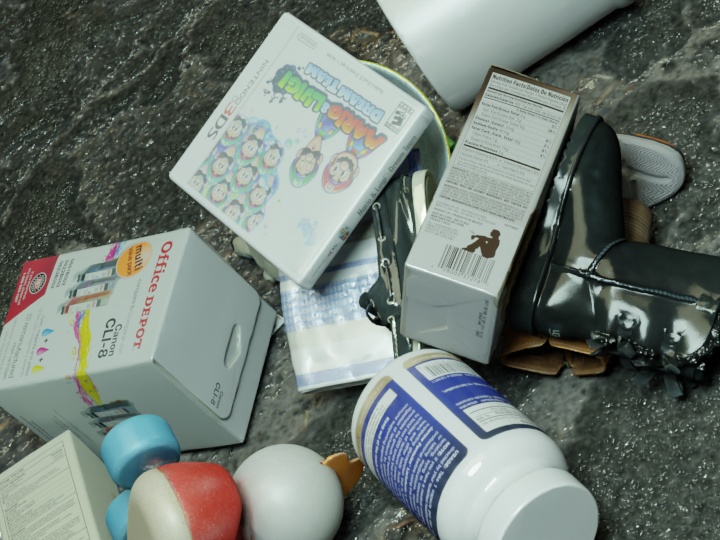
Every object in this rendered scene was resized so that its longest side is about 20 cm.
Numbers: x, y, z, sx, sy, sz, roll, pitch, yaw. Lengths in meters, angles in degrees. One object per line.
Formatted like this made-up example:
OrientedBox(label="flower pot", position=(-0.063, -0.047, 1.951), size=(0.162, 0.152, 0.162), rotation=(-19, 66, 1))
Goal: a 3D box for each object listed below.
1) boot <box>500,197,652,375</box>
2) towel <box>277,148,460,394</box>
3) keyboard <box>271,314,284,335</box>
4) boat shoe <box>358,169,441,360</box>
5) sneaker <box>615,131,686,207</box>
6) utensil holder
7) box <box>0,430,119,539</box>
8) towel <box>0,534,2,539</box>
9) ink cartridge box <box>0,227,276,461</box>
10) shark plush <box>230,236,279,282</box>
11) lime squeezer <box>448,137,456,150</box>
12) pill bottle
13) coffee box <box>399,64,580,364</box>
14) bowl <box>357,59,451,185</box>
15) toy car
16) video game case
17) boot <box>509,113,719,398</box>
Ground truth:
OrientedBox(label="boot", position=(0.140, 0.016, 1.588), size=(0.199, 0.077, 0.156), rotation=(3, 57, 28))
OrientedBox(label="towel", position=(0.000, 0.000, 1.649), size=(0.146, 0.024, 0.201), rotation=(-13, 77, 13))
OrientedBox(label="keyboard", position=(-0.147, 0.034, 1.822), size=(0.056, 0.011, 0.200), rotation=(-50, 42, -12))
OrientedBox(label="boat shoe", position=(0.031, 0.016, 1.587), size=(0.066, 0.074, 0.201), rotation=(-5, 78, 17))
OrientedBox(label="sneaker", position=(0.185, -0.107, 1.656), size=(0.199, 0.078, 0.112), rotation=(1, 33, 16))
OrientedBox(label="utensil holder", position=(0.127, -0.267, 1.774), size=(0.200, 0.170, 0.170), rotation=(-33, 41, 8))
OrientedBox(label="box", position=(-0.249, 0.244, 1.653), size=(0.095, 0.078, 0.200), rotation=(-33, 41, 7))
OrientedBox(label="towel", position=(-0.413, 0.265, 1.750), size=(0.165, 0.086, 0.201), rotation=(8, 58, 41))
OrientedBox(label="ink cartridge box", position=(-0.203, 0.071, 1.718), size=(0.199, 0.145, 0.146), rotation=(-11, 51, 31))
OrientedBox(label="shark plush", position=(-0.057, -0.035, 1.780), size=(0.083, 0.091, 0.200), rotation=(-15, 31, -20))
OrientedBox(label="lime squeezer", position=(0.009, -0.142, 1.847), size=(0.199, 0.038, 0.071), rotation=(-4, 52, 33))
OrientedBox(label="pill bottle", position=(0.087, 0.153, 1.460), size=(0.116, 0.116, 0.200), rotation=(-43, 40, -5))
OrientedBox(label="coffee box", position=(0.101, -0.045, 1.513), size=(0.079, 0.113, 0.201), rotation=(19, 61, 9))
OrientedBox(label="bowl", position=(-0.007, -0.080, 1.730), size=(0.199, 0.108, 0.201), rotation=(-2, 80, 12))
OrientedBox(label="toy car", position=(-0.084, 0.208, 1.541), size=(0.199, 0.177, 0.185), rotation=(-17, 51, -19))
OrientedBox(label="video game case", position=(-0.054, -0.106, 1.647), size=(0.200, 0.024, 0.182), rotation=(38, 93, 38))
OrientedBox(label="boot", position=(0.218, -0.013, 1.491), size=(0.162, 0.073, 0.199), rotation=(15, 75, 17))
